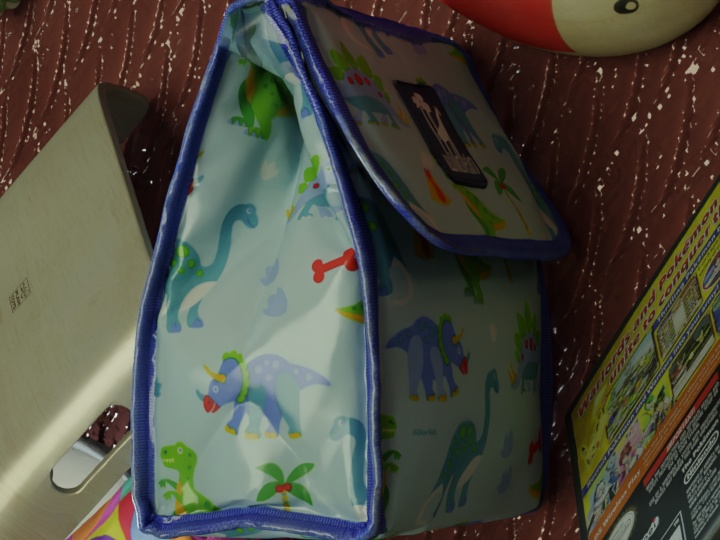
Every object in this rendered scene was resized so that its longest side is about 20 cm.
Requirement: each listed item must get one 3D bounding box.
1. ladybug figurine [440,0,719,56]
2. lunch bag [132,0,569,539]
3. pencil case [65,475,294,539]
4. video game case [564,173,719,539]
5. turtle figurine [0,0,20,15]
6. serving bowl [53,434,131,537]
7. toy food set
[{"bbox_3d":[0.058,-0.158,1.075,0.200,0.072,0.136,31,117,34],"label":"ladybug figurine"},{"bbox_3d":[0.000,0.000,1.061,0.127,0.170,0.201,-2,87,25],"label":"lunch bag"},{"bbox_3d":[-0.117,0.160,1.161,0.200,0.088,0.089,-45,63,18],"label":"pencil case"},{"bbox_3d":[0.137,0.029,0.978,0.201,0.025,0.181,-59,15,25],"label":"video game case"},{"bbox_3d":[-0.211,-0.177,1.268,0.144,0.200,0.194,34,113,-3],"label":"turtle figurine"},{"bbox_3d":[-0.144,0.169,1.257,0.199,0.066,0.201,-1,88,26],"label":"serving bowl"},{"bbox_3d":[-0.126,0.023,1.201,0.144,0.060,0.200,-47,35,17],"label":"toy food set"}]
